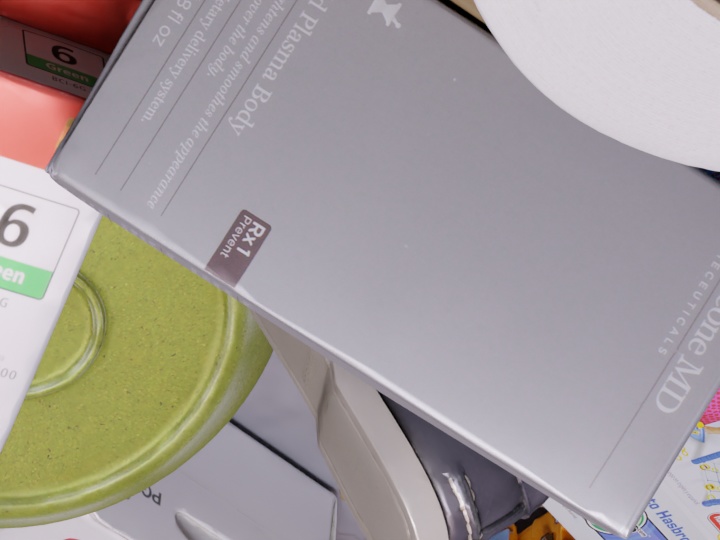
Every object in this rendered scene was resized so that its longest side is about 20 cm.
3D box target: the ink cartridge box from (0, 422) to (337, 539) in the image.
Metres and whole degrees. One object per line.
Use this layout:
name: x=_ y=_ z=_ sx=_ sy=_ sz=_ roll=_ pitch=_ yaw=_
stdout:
ink cartridge box: x=-0.129 y=0.123 z=1.143 sx=0.200 sy=0.083 sz=0.147 roll=-24 pitch=134 yaw=34

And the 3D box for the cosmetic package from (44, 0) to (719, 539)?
cosmetic package: x=0.020 y=-0.017 z=0.817 sx=0.200 sy=0.107 sz=0.090 roll=31 pitch=178 yaw=2

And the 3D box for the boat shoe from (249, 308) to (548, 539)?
boat shoe: x=0.000 y=0.000 z=0.901 sx=0.062 sy=0.201 sz=0.073 roll=-20 pitch=164 yaw=-19

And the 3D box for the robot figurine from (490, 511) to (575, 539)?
robot figurine: x=0.073 y=0.166 z=1.190 sx=0.145 sy=0.058 sz=0.200 roll=24 pitch=140 yaw=-21

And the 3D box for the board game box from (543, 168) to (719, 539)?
board game box: x=0.140 y=0.027 z=0.960 sx=0.195 sy=0.056 sz=0.200 roll=-18 pitch=138 yaw=25

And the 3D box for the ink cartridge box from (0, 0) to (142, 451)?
ink cartridge box: x=-0.132 y=-0.045 z=0.873 sx=0.109 sy=0.050 sz=0.201 roll=18 pitch=114 yaw=-18

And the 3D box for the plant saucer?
plant saucer: x=-0.118 y=0.014 z=0.961 sx=0.199 sy=0.031 sz=0.201 roll=-7 pitch=122 yaw=-11

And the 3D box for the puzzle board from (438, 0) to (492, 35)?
puzzle board: x=-0.039 y=-0.130 z=0.772 sx=0.200 sy=0.017 sz=0.151 roll=35 pitch=180 yaw=-32

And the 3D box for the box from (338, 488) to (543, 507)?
box: x=0.062 y=0.027 z=1.033 sx=0.163 sy=0.021 sz=0.200 roll=0 pitch=143 yaw=7

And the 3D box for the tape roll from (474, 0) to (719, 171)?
tape roll: x=0.118 y=-0.105 z=0.663 sx=0.202 sy=0.037 sz=0.203 roll=-2 pitch=137 yaw=-2
